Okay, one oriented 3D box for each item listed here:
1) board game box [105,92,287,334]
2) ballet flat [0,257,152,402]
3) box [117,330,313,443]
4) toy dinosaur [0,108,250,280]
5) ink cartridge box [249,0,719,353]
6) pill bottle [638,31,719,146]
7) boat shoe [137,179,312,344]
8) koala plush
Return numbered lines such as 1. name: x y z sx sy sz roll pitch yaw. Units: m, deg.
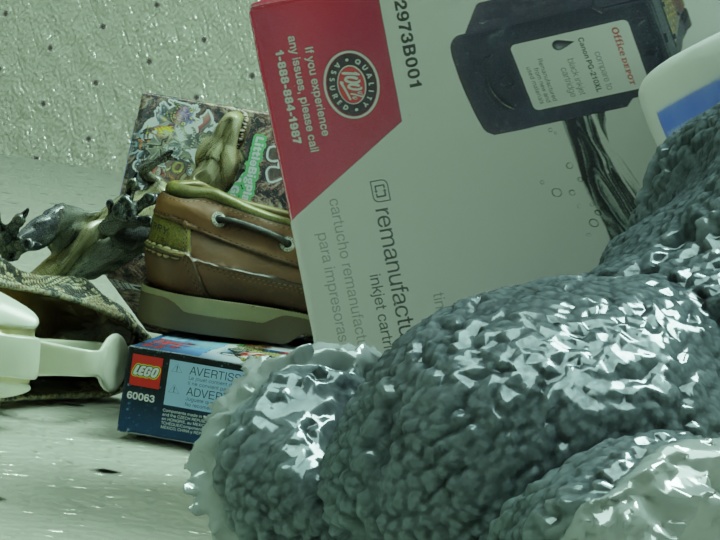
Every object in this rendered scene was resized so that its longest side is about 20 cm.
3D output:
1. board game box: -0.017 -0.011 1.126 0.200 0.097 0.159 9 -11 5
2. ballet flat: -0.146 0.029 0.900 0.075 0.068 0.200 19 5 25
3. box: -0.016 0.053 0.962 0.136 0.038 0.200 8 4 8
4. toy dinosaur: -0.130 -0.015 1.002 0.200 0.048 0.088 -30 -10 -8
5. ink cartridge box: 0.076 -0.044 0.762 0.200 0.145 0.084 -10 6 7
6. pill bottle: 0.172 0.013 0.648 0.114 0.200 0.114 -22 -3 -1
7. boat shoe: 0.000 0.000 0.968 0.200 0.068 0.072 6 5 -28
8. koala plush: 0.071 0.044 0.516 0.200 0.184 0.177 -9 13 -34
